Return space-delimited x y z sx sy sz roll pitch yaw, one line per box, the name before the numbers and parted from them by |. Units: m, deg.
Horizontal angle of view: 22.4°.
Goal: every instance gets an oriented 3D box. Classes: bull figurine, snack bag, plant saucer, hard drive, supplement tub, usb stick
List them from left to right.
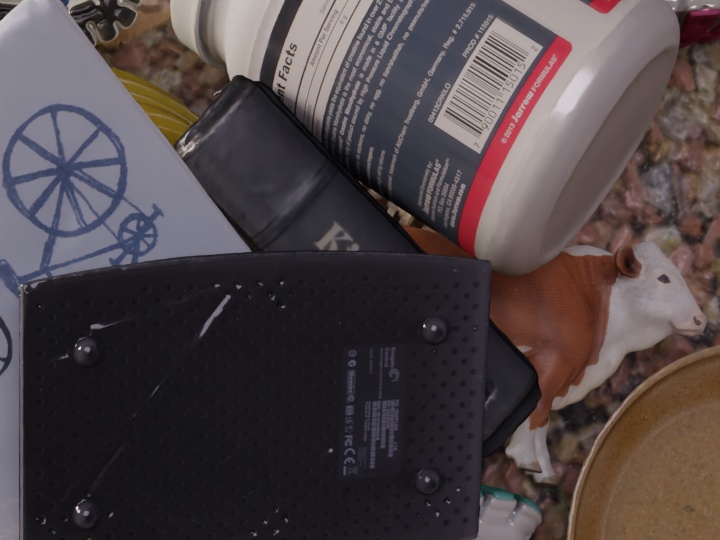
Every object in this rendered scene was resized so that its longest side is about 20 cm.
snack bag | -0.142 0.022 0.725 0.200 0.021 0.189 -43 115 -11
hard drive | -0.044 0.057 0.742 0.198 0.042 0.136 -3 102 -23
usb stick | 0.000 0.000 0.797 0.200 0.033 0.056 46 76 -12
supplement tub | 0.029 -0.104 0.818 0.199 0.141 0.141 34 74 15
bull figurine | 0.063 0.033 0.867 0.198 0.065 0.122 11 77 -5
plant saucer | 0.188 0.136 0.867 0.198 0.035 0.202 2 81 -11

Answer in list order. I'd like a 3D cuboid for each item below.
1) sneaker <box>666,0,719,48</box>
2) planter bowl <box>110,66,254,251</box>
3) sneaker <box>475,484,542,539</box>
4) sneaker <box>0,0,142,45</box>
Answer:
sneaker | 0.127 -0.160 0.919 0.198 0.074 0.088 -4 83 -4
planter bowl | -0.106 -0.010 0.809 0.199 0.083 0.202 9 73 -29
sneaker | -0.014 0.136 0.824 0.198 0.078 0.092 8 86 -13
sneaker | -0.205 -0.125 0.860 0.198 0.089 0.079 -4 95 -14
